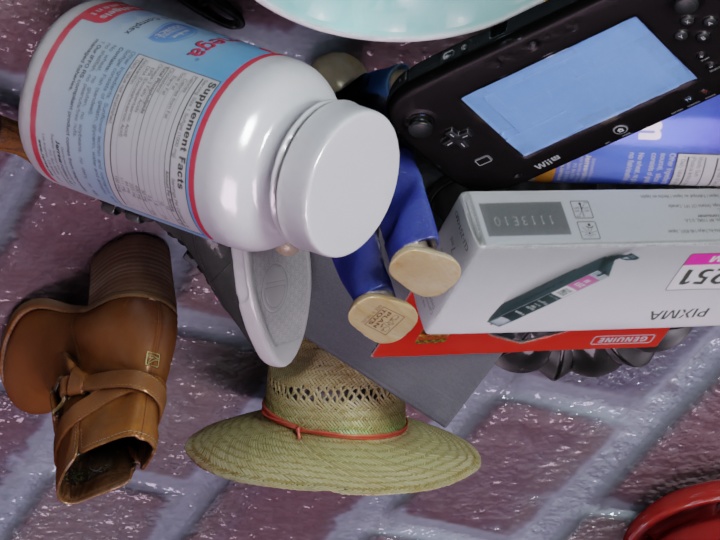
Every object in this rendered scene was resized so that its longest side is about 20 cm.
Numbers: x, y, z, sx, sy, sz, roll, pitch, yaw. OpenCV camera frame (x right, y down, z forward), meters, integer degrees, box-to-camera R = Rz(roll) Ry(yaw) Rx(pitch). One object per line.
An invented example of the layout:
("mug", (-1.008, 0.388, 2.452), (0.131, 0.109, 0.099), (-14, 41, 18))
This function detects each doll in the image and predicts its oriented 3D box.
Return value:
("doll", (-0.002, -0.052, 1.659), (0.048, 0.200, 0.136), (21, 125, -33))

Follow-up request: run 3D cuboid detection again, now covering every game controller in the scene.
("game controller", (0.115, -0.102, 1.552), (0.200, 0.042, 0.104), (-24, 129, 28))

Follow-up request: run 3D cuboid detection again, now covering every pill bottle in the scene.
("pill bottle", (-0.082, -0.074, 1.607), (0.200, 0.109, 0.109), (20, 157, 32))
("pill bottle", (0.185, -0.104, 1.661), (0.200, 0.112, 0.112), (1, 146, -2))

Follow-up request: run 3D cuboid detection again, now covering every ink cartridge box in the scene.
("ink cartridge box", (0.124, 0.017, 1.699), (0.200, 0.044, 0.174), (-1, 146, -22))

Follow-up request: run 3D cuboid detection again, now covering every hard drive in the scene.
("hard drive", (0.000, 0.000, 1.809), (0.200, 0.033, 0.140), (33, 140, -1))

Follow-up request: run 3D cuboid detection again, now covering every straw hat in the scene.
("straw hat", (-0.016, 0.080, 1.946), (0.201, 0.201, 0.085), (1, 104, -2))

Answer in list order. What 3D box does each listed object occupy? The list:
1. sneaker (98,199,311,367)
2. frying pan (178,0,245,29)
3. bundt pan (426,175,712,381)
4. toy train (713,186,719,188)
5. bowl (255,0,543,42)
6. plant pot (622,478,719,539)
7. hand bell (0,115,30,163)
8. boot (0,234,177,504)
("sneaker", (-0.098, -0.031, 1.763), (0.099, 0.071, 0.200), (-1, 123, 31))
("frying pan", (-0.151, -0.175, 1.631), (0.115, 0.031, 0.190), (-11, 142, 17))
("bundt pan", (0.132, 0.003, 1.850), (0.201, 0.076, 0.202), (0, 146, 0))
("toy train", (0.252, -0.008, 1.838), (0.046, 0.034, 0.200), (-46, 151, 1))
("bowl", (0.022, -0.218, 1.498), (0.200, 0.105, 0.201), (0, 146, 0))
("plant pot", (0.277, 0.259, 2.130), (0.200, 0.183, 0.201), (-1, 146, 0))
("hand bell", (-0.216, -0.083, 1.733), (0.104, 0.104, 0.200), (-30, 149, 36))
("boot", (-0.178, 0.087, 1.896), (0.077, 0.156, 0.200), (23, 139, -31))
